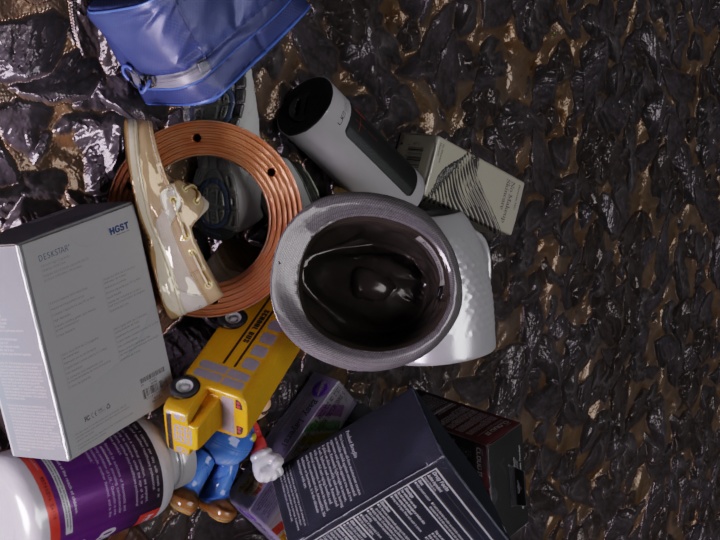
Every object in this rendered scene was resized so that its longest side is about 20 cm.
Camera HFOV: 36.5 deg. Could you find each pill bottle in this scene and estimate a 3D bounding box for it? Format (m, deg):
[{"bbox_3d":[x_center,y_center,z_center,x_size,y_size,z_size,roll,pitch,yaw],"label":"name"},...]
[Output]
[{"bbox_3d":[-0.262,0.206,1.066,0.199,0.112,0.113,-16,110,-43],"label":"pill bottle"}]

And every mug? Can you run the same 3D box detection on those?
[{"bbox_3d":[0.107,0.011,1.387,0.199,0.147,0.177,-16,104,-50],"label":"mug"}]

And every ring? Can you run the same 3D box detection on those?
[{"bbox_3d":[-0.158,-0.052,1.111,0.199,0.019,0.202,-1,98,-8],"label":"ring"}]

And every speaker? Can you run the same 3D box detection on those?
[{"bbox_3d":[-0.009,-0.137,1.276,0.200,0.081,0.082,41,70,-42],"label":"speaker"}]

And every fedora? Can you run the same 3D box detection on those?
[{"bbox_3d":[0.002,0.012,1.117,0.199,0.090,0.178,4,88,-11],"label":"fedora"}]

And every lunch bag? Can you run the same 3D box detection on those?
[{"bbox_3d":[-0.154,-0.243,1.057,0.200,0.135,0.133,-50,127,-24],"label":"lunch bag"}]

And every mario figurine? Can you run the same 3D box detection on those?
[{"bbox_3d":[-0.136,0.176,1.191,0.201,0.105,0.123,-69,162,0],"label":"mario figurine"}]

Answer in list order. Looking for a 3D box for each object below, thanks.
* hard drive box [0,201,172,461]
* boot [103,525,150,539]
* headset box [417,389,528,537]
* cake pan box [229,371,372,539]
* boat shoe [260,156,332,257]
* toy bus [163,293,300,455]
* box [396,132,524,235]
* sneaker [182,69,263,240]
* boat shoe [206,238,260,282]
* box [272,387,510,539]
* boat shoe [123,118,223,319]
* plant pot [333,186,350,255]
[{"bbox_3d":[-0.265,0.051,1.013,0.156,0.076,0.201,-30,115,-57],"label":"hard drive box"},{"bbox_3d":[-0.251,0.371,1.159,0.187,0.064,0.200,-55,137,-19],"label":"boot"},{"bbox_3d":[0.132,0.257,1.425,0.077,0.199,0.150,-24,115,-40],"label":"headset box"},{"bbox_3d":[-0.050,0.252,1.344,0.200,0.052,0.185,-53,134,-23],"label":"cake pan box"},{"bbox_3d":[-0.054,-0.036,1.210,0.064,0.070,0.201,2,65,-57],"label":"boat shoe"},{"bbox_3d":[-0.125,0.102,1.114,0.200,0.078,0.065,-59,161,-46],"label":"toy bus"},{"bbox_3d":[0.128,-0.111,1.431,0.199,0.068,0.083,18,85,-46],"label":"box"},{"bbox_3d":[-0.138,-0.136,1.163,0.087,0.074,0.201,-18,114,-64],"label":"sneaker"},{"bbox_3d":[-0.102,0.028,1.235,0.064,0.071,0.200,-42,134,19],"label":"boat shoe"},{"bbox_3d":[0.037,0.274,1.255,0.198,0.124,0.200,-30,129,6],"label":"box"},{"bbox_3d":[-0.181,-0.056,1.066,0.069,0.074,0.201,-14,108,-9],"label":"boat shoe"},{"bbox_3d":[0.000,0.000,1.258,0.200,0.027,0.201,-10,90,-86],"label":"plant pot"}]
